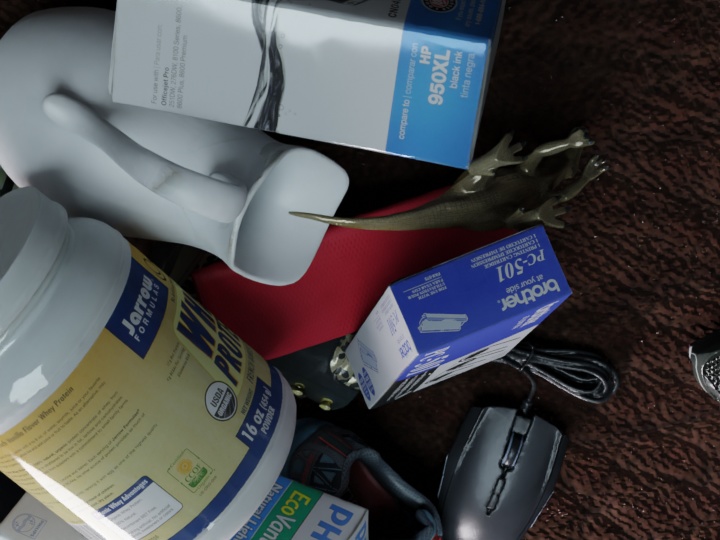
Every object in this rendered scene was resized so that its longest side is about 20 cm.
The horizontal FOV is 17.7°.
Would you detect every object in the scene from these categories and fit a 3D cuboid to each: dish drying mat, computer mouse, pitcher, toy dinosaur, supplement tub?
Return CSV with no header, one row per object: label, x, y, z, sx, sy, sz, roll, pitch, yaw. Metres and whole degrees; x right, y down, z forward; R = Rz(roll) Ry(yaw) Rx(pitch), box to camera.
dish drying mat,0.000,0.000,1.386,0.199,0.018,0.077,-18,126,-10
computer mouse,0.067,0.116,1.499,0.140,0.046,0.200,22,128,-7
pitcher,-0.126,-0.073,1.299,0.200,0.172,0.122,29,93,19
toy dinosaur,0.069,-0.039,1.290,0.101,0.200,0.058,-21,86,58
supplement tub,-0.149,0.062,1.296,0.144,0.145,0.200,-33,119,30

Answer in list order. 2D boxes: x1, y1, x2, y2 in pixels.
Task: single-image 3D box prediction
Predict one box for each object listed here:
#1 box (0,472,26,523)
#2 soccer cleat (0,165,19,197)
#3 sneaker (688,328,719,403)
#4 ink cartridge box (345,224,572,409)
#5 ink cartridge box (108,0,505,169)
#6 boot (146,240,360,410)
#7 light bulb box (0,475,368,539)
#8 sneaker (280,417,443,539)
box,-0.308,0.181,1.587,0.199,0.104,0.182,16,129,-1
soccer cleat,-0.227,-0.040,1.357,0.067,0.200,0.081,-41,71,9
sneaker,0.284,0.109,1.425,0.200,0.086,0.080,39,123,-17
ink cartridge box,0.052,0.030,1.324,0.094,0.200,0.044,-21,81,-10
ink cartridge box,-0.024,-0.142,1.258,0.199,0.145,0.084,10,126,3
boot,-0.081,0.060,1.429,0.153,0.073,0.204,31,92,-17
light bulb box,-0.107,0.219,1.474,0.199,0.125,0.199,19,139,20
sneaker,0.016,0.186,1.516,0.095,0.079,0.200,4,135,55
